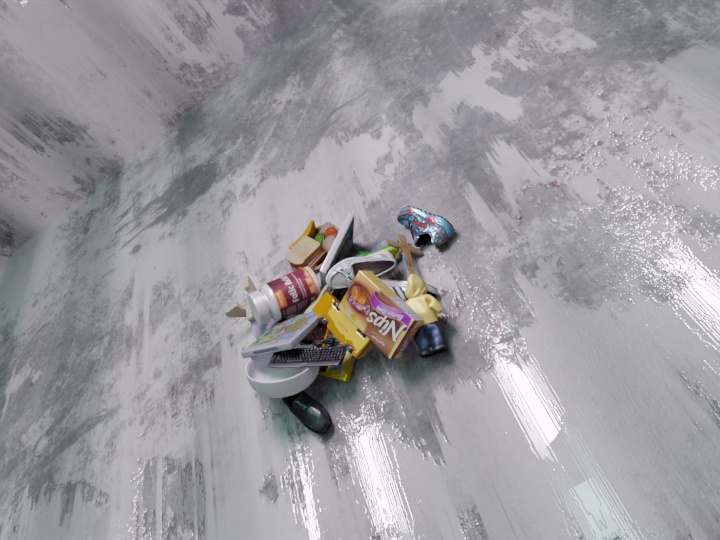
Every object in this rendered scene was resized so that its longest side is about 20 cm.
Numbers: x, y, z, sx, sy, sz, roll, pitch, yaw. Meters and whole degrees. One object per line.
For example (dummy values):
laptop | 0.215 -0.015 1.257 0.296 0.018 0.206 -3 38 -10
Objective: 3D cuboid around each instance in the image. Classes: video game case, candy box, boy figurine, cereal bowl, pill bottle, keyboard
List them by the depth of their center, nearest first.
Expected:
candy box | 0.047 0.106 1.399 0.200 0.056 0.118 43 111 31
boy figurine | 0.146 0.109 1.402 0.123 0.064 0.203 -25 68 21
keyboard | -0.131 0.209 1.482 0.196 0.021 0.127 -4 24 12
cereal bowl | -0.197 0.268 1.502 0.196 0.085 0.201 -10 23 4
candy box | -0.050 0.188 1.534 0.101 0.026 0.204 8 76 28
video game case | -0.203 0.170 1.563 0.180 0.022 0.200 -15 15 33
pill bottle | -0.221 0.076 1.671 0.197 0.116 0.114 -24 37 -22
video game case | -0.067 -0.044 1.679 0.023 0.183 0.202 22 68 8

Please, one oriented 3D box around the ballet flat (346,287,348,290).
ballet flat | 0.026 0.080 1.566 0.068 0.075 0.199 -51 42 -12

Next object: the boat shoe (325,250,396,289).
boat shoe | 0.001 0.001 1.564 0.198 0.076 0.065 -16 14 -3

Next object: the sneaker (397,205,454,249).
sneaker | 0.165 -0.117 1.614 0.199 0.079 0.096 23 74 46

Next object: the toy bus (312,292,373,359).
toy bus | -0.041 0.144 1.483 0.065 0.078 0.200 -48 59 2

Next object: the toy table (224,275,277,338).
toy table | -0.315 0.113 1.780 0.183 0.117 0.201 -41 41 3

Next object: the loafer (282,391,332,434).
loafer | -0.148 0.356 1.484 0.199 0.070 0.069 28 79 47

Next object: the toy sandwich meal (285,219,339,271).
toy sandwich meal | -0.154 -0.080 1.841 0.202 0.070 0.208 -21 46 24

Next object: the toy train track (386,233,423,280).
toy train track | 0.122 -0.028 1.564 0.202 0.113 0.033 -100 31 -52

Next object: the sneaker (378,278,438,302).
sneaker | 0.100 0.085 1.482 0.196 0.070 0.111 6 73 3

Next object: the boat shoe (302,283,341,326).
boat shoe | -0.090 0.093 1.644 0.066 0.071 0.201 47 108 21

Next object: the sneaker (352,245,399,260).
sneaker | 0.023 -0.031 1.659 0.198 0.074 0.085 -26 48 20

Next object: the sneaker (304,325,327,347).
sneaker | -0.142 0.192 1.600 0.198 0.087 0.075 -28 44 17
